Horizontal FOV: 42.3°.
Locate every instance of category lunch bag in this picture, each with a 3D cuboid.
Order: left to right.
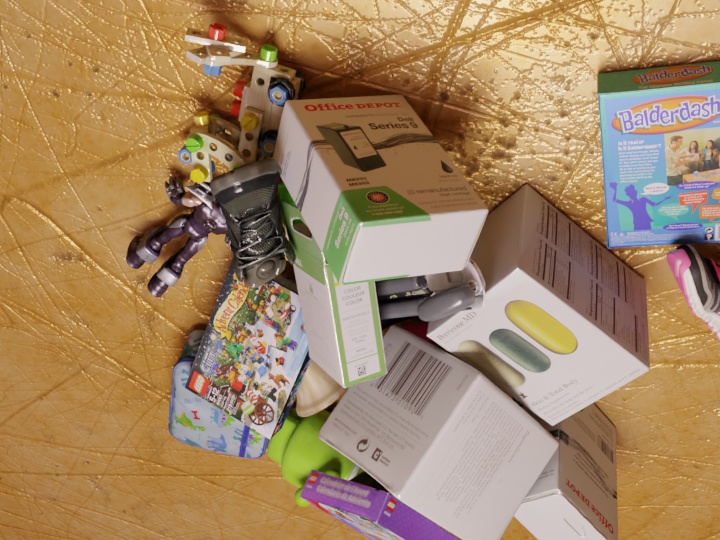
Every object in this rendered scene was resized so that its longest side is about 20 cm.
[{"bbox_3d":[-0.190,0.181,1.336,0.160,0.083,0.201,15,133,-4],"label":"lunch bag"}]

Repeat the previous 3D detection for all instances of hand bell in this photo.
[{"bbox_3d":[-0.102,0.086,1.246,0.104,0.104,0.200,-28,106,32],"label":"hand bell"}]

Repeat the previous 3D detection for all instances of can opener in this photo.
[{"bbox_3d":[0.053,0.028,1.011,0.199,0.067,0.054,-11,97,49],"label":"can opener"}]

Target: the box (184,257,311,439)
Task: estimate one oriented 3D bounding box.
[{"bbox_3d":[-0.131,0.097,1.185,0.136,0.038,0.201,28,112,11],"label":"box"}]

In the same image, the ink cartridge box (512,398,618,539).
[{"bbox_3d":[0.263,0.254,1.207,0.083,0.200,0.147,-27,119,32],"label":"ink cartridge box"}]

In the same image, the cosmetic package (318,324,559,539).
[{"bbox_3d":[0.095,0.201,1.109,0.200,0.165,0.165,41,171,-39],"label":"cosmetic package"}]

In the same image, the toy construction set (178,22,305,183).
[{"bbox_3d":[-0.135,-0.179,1.009,0.131,0.092,0.201,20,138,7],"label":"toy construction set"}]

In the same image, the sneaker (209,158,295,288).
[{"bbox_3d":[-0.108,-0.049,0.983,0.076,0.115,0.199,-19,173,-10],"label":"sneaker"}]

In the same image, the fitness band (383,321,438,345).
[{"bbox_3d":[0.121,0.113,1.210,0.199,0.038,0.144,-9,140,20],"label":"fitness band"}]

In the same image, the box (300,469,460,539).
[{"bbox_3d":[0.038,0.312,1.140,0.136,0.039,0.200,3,150,46],"label":"box"}]

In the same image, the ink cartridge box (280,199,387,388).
[{"bbox_3d":[-0.028,0.018,1.038,0.059,0.104,0.201,-17,112,-20],"label":"ink cartridge box"}]

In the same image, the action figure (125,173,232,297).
[{"bbox_3d":[-0.207,-0.053,1.148,0.200,0.069,0.130,-33,109,30],"label":"action figure"}]

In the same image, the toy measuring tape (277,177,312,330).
[{"bbox_3d":[-0.068,-0.033,1.108,0.073,0.074,0.201,-3,109,16],"label":"toy measuring tape"}]

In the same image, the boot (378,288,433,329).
[{"bbox_3d":[0.000,0.002,1.140,0.153,0.074,0.204,-27,118,35],"label":"boot"}]

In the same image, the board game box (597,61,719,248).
[{"bbox_3d":[0.330,-0.117,0.975,0.151,0.045,0.201,-2,130,16],"label":"board game box"}]

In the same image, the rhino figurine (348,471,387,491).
[{"bbox_3d":[0.046,0.249,1.241,0.060,0.200,0.088,29,153,38],"label":"rhino figurine"}]

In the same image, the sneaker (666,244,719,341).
[{"bbox_3d":[0.414,0.018,1.044,0.087,0.074,0.200,-32,133,24],"label":"sneaker"}]

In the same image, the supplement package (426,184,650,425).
[{"bbox_3d":[0.206,0.043,1.071,0.200,0.151,0.152,36,130,-17],"label":"supplement package"}]

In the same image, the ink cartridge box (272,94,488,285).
[{"bbox_3d":[0.013,-0.089,0.945,0.145,0.200,0.084,-8,137,-27],"label":"ink cartridge box"}]

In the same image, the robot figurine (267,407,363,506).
[{"bbox_3d":[-0.033,0.274,1.334,0.199,0.175,0.116,24,102,17],"label":"robot figurine"}]
